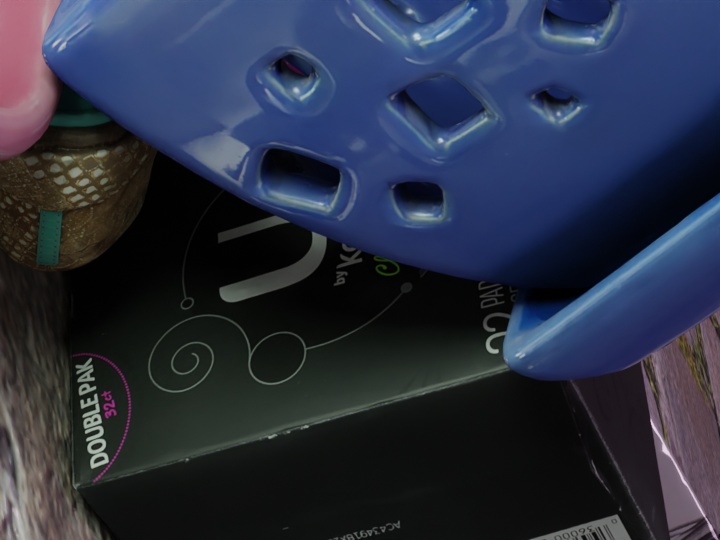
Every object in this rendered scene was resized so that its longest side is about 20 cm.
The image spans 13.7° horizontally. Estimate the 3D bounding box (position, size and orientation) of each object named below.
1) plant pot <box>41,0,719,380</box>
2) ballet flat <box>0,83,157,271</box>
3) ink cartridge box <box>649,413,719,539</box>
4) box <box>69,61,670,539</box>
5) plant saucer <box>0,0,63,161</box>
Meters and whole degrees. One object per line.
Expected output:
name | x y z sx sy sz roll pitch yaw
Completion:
plant pot | 0.064 -0.103 0.770 0.180 0.200 0.200 39 37 -15
ballet flat | -0.086 -0.071 0.859 0.200 0.070 0.065 -85 -176 -53
ink cartridge box | 0.078 0.104 1.126 0.201 0.083 0.145 60 -8 -1
box | 0.000 0.000 0.917 0.124 0.148 0.201 60 18 -48
plant saucer | -0.128 -0.118 0.706 0.200 0.051 0.201 -16 90 -79
